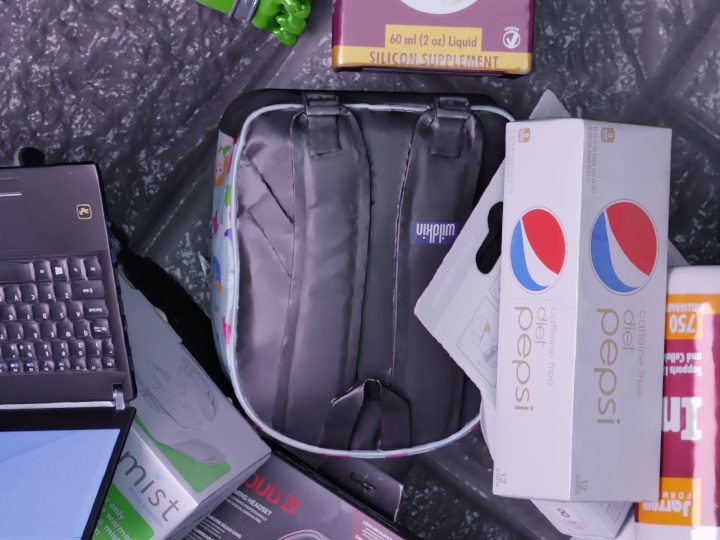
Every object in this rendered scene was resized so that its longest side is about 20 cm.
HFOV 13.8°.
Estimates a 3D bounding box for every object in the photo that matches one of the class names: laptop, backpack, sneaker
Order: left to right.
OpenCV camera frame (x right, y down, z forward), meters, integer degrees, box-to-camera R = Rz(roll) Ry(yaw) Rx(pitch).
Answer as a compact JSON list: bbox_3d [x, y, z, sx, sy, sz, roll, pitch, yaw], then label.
[{"bbox_3d":[-0.215,0.056,1.520,0.177,0.103,0.201,-2,103,25],"label":"laptop"},{"bbox_3d":[-0.151,0.030,1.694,0.088,0.074,0.200,-43,92,16],"label":"sneaker"},{"bbox_3d":[0.000,0.000,1.653,0.177,0.151,0.201,0,95,-10],"label":"backpack"}]

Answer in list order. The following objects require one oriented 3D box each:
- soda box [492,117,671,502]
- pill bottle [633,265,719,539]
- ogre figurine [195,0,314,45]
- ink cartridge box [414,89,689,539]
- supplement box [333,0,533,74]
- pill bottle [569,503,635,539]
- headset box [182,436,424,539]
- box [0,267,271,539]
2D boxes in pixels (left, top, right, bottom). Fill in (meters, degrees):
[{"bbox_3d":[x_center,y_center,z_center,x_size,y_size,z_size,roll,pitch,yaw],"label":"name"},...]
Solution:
[{"bbox_3d":[0.117,0.021,1.571,0.068,0.064,0.201,3,88,-39],"label":"soda box"},{"bbox_3d":[0.203,0.099,1.601,0.112,0.113,0.201,0,86,-4],"label":"pill bottle"},{"bbox_3d":[-0.080,-0.231,1.663,0.119,0.098,0.200,5,136,1],"label":"ogre figurine"},{"bbox_3d":[0.108,0.025,1.638,0.200,0.057,0.163,46,61,-27],"label":"ink cartridge box"},{"bbox_3d":[0.042,-0.211,1.674,0.110,0.086,0.201,2,92,-3],"label":"supplement box"},{"bbox_3d":[0.197,0.226,1.695,0.200,0.116,0.116,41,89,-4],"label":"pill bottle"},{"bbox_3d":[-0.043,0.195,1.668,0.148,0.075,0.200,31,90,28],"label":"headset box"},{"bbox_3d":[-0.181,0.087,1.627,0.200,0.097,0.176,50,120,5],"label":"box"}]
